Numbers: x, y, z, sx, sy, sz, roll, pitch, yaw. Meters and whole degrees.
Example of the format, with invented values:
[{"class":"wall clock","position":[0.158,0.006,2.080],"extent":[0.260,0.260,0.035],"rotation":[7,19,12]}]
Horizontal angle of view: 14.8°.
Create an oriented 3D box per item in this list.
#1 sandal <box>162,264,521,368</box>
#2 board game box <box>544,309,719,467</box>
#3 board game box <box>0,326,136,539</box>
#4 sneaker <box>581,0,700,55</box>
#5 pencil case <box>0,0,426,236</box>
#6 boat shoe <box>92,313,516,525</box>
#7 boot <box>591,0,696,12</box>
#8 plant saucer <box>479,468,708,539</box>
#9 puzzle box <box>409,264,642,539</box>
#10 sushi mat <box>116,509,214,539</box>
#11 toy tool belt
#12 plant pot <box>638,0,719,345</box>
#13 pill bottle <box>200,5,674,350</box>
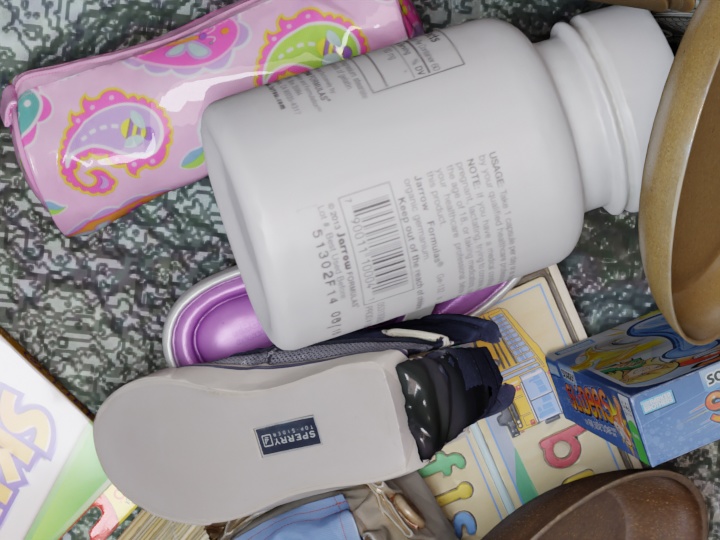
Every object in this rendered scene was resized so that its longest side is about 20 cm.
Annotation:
[{"class":"sandal","position":[0.004,0.006,1.279],"extent":[0.202,0.050,0.083],"rotation":[-30,96,2]},{"class":"board game box","position":[0.197,0.027,1.262],"extent":[0.199,0.135,0.035],"rotation":[-22,100,-10]},{"class":"board game box","position":[-0.198,0.067,1.313],"extent":[0.200,0.030,0.096],"rotation":[44,92,-9]},{"class":"sneaker","position":[0.198,-0.093,1.293],"extent":[0.199,0.078,0.086],"rotation":[15,95,-5]},{"class":"pencil case","position":[-0.064,-0.086,1.273],"extent":[0.199,0.087,0.088],"rotation":[-22,97,0]},{"class":"boat shoe","position":[-0.022,0.065,1.248],"extent":[0.199,0.093,0.075],"rotation":[-6,100,39]},{"class":"boot","position":[0.112,-0.191,1.162],"extent":[0.073,0.200,0.155],"rotation":[9,100,-2]},{"class":"plant saucer","position":[0.080,0.167,1.267],"extent":[0.037,0.200,0.201],"rotation":[37,93,33]},{"class":"puzzle box","position":[0.053,0.067,1.327],"extent":[0.133,0.025,0.201],"rotation":[-24,96,-1]},{"class":"sushi mat","position":[-0.143,0.182,1.292],"extent":[0.012,0.096,0.200],"rotation":[42,92,-21]},{"class":"toy tool belt","position":[-0.044,0.172,1.267],"extent":[0.200,0.123,0.125],"rotation":[-36,89,11]},{"class":"plant pot","position":[0.165,-0.067,1.183],"extent":[0.027,0.200,0.201],"rotation":[20,95,22]},{"class":"pill bottle","position":[0.040,-0.047,1.209],"extent":[0.199,0.114,0.115],"rotation":[-18,97,-8]}]
